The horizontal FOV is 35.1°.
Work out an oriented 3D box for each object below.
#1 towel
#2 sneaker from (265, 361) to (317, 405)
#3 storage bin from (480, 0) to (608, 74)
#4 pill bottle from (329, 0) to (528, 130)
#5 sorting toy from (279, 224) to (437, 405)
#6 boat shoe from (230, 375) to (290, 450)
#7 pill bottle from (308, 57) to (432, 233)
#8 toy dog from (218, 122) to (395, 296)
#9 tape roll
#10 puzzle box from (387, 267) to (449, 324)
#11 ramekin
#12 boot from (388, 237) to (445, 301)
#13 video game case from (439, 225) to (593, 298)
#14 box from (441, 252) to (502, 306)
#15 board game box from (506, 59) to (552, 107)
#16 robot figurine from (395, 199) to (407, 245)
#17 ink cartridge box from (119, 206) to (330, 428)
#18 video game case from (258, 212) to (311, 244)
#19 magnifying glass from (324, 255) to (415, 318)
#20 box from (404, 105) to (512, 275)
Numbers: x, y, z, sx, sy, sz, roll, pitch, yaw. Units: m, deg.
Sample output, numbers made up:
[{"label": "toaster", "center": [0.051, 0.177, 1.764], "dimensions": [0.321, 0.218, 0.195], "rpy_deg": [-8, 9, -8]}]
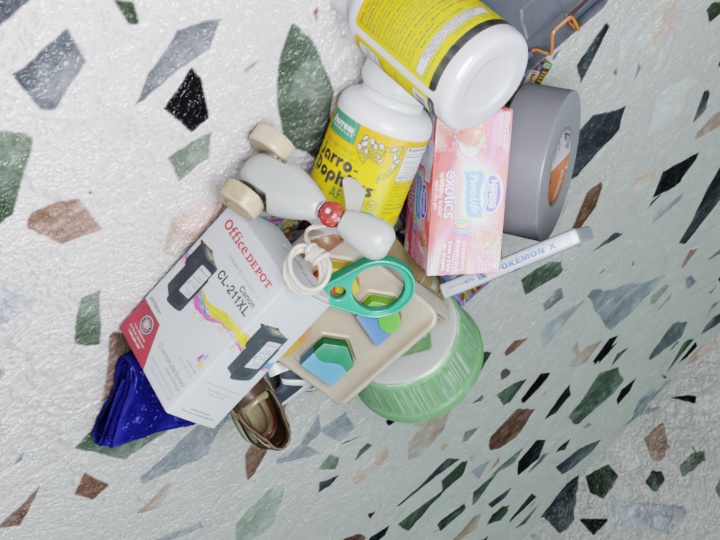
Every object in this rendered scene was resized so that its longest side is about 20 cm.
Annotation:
[{"label": "towel", "center": [-0.226, 0.148, 1.418], "dimensions": [0.199, 0.050, 0.148], "rpy_deg": [-13, 139, -45]}, {"label": "sneaker", "center": [-0.104, 0.138, 1.516], "dimensions": [0.129, 0.080, 0.199], "rpy_deg": [-19, 176, -20]}, {"label": "storage bin", "center": [0.169, -0.314, 1.255], "dimensions": [0.200, 0.146, 0.135], "rpy_deg": [-41, 142, -9]}, {"label": "pill bottle", "center": [0.061, -0.239, 1.125], "dimensions": [0.112, 0.200, 0.113], "rpy_deg": [-33, 151, -21]}, {"label": "sorting toy", "center": [-0.034, 0.058, 1.376], "dimensions": [0.200, 0.037, 0.185], "rpy_deg": [40, 111, -22]}, {"label": "boat shoe", "center": [-0.139, 0.141, 1.386], "dimensions": [0.075, 0.075, 0.203], "rpy_deg": [-43, 125, -18]}, {"label": "pill bottle", "center": [0.014, -0.138, 1.281], "dimensions": [0.112, 0.113, 0.201], "rpy_deg": [-8, 127, -49]}, {"label": "toy dog", "center": [-0.058, -0.064, 1.215], "dimensions": [0.132, 0.200, 0.096], "rpy_deg": [-37, 165, -3]}, {"label": "tape roll", "center": [0.231, -0.142, 1.492], "dimensions": [0.200, 0.066, 0.201], "rpy_deg": [14, 90, -70]}, {"label": "puzzle box", "center": [0.012, 0.041, 1.469], "dimensions": [0.133, 0.026, 0.200], "rpy_deg": [-24, 145, 26]}, {"label": "ramekin", "center": [0.067, 0.104, 1.608], "dimensions": [0.200, 0.200, 0.098], "rpy_deg": [-41, 144, -7]}, {"label": "boot", "center": [0.000, 0.000, 1.487], "dimensions": [0.174, 0.066, 0.200], "rpy_deg": [-19, 148, 25]}, {"label": "video game case", "center": [0.206, -0.013, 1.466], "dimensions": [0.182, 0.022, 0.200], "rpy_deg": [-23, 177, 16]}, {"label": "box", "center": [0.149, -0.014, 1.720], "dimensions": [0.137, 0.039, 0.200], "rpy_deg": [-41, 152, -10]}, {"label": "board game box", "center": [0.168, -0.241, 1.459], "dimensions": [0.200, 0.023, 0.105], "rpy_deg": [1, 130, -54]}, {"label": "robot figurine", "center": [0.117, -0.074, 1.510], "dimensions": [0.200, 0.149, 0.125], "rpy_deg": [56, 39, -61]}, {"label": "ink cartridge box", "center": [-0.152, 0.048, 1.261], "dimensions": [0.200, 0.146, 0.083], "rpy_deg": [-47, 142, 11]}, {"label": "video game case", "center": [-0.115, -0.020, 1.378], "dimensions": [0.143, 0.018, 0.201], "rpy_deg": [-5, 133, -50]}, {"label": "magnifying glass", "center": [-0.035, 0.025, 1.326], "dimensions": [0.199, 0.022, 0.080], "rpy_deg": [-5, 123, -3]}, {"label": "box", "center": [0.114, -0.104, 1.348], "dimensions": [0.094, 0.103, 0.201], "rpy_deg": [-2, 109, -13]}]
